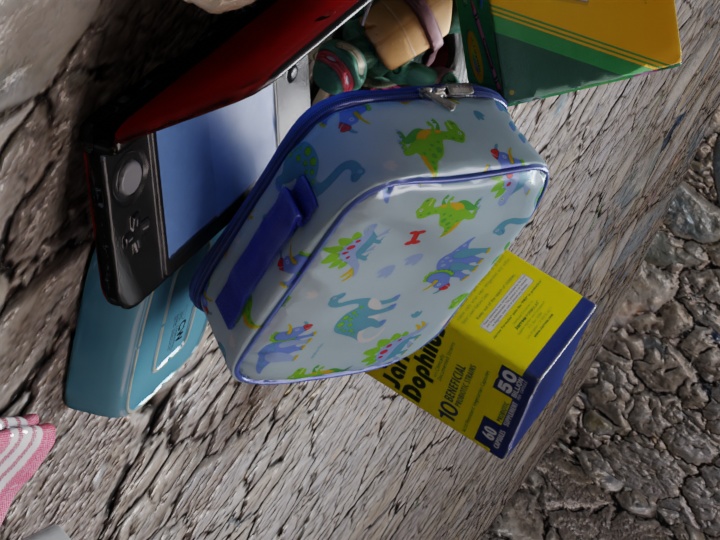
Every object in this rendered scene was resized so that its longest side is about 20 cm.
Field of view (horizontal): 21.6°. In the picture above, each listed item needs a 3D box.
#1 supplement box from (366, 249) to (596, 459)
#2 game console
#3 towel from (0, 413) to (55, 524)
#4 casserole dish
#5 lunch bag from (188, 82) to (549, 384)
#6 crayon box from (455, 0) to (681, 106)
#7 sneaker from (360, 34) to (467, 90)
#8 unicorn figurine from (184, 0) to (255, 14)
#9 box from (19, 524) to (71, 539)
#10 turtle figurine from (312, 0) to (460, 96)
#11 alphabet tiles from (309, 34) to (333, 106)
[{"bbox_3d":[0.074,0.042,1.562,0.110,0.199,0.109,-46,162,-41],"label":"supplement box"},{"bbox_3d":[-0.045,-0.081,1.009,0.200,0.118,0.173,-45,143,-44],"label":"game console"},{"bbox_3d":[-0.242,0.152,1.020,0.147,0.030,0.200,-62,167,9],"label":"towel"},{"bbox_3d":[-0.122,0.013,1.136,0.121,0.039,0.201,-45,162,-44],"label":"casserole dish"},{"bbox_3d":[0.001,-0.020,1.076,0.160,0.083,0.200,-8,148,-37],"label":"lunch bag"},{"bbox_3d":[0.112,-0.207,1.102,0.058,0.118,0.201,-154,-128,-69],"label":"crayon box"},{"bbox_3d":[0.008,-0.099,1.262,0.200,0.076,0.084,-56,150,-25],"label":"sneaker"},{"bbox_3d":[-0.029,-0.191,0.930,0.138,0.074,0.200,-52,175,18],"label":"unicorn figurine"},{"bbox_3d":[-0.193,0.280,0.994,0.200,0.199,0.131,-45,167,23],"label":"box"},{"bbox_3d":[0.035,-0.157,1.160,0.200,0.100,0.150,-41,118,-21],"label":"turtle figurine"},{"bbox_3d":[0.023,-0.186,1.276,0.196,0.015,0.200,-63,166,16],"label":"alphabet tiles"}]
